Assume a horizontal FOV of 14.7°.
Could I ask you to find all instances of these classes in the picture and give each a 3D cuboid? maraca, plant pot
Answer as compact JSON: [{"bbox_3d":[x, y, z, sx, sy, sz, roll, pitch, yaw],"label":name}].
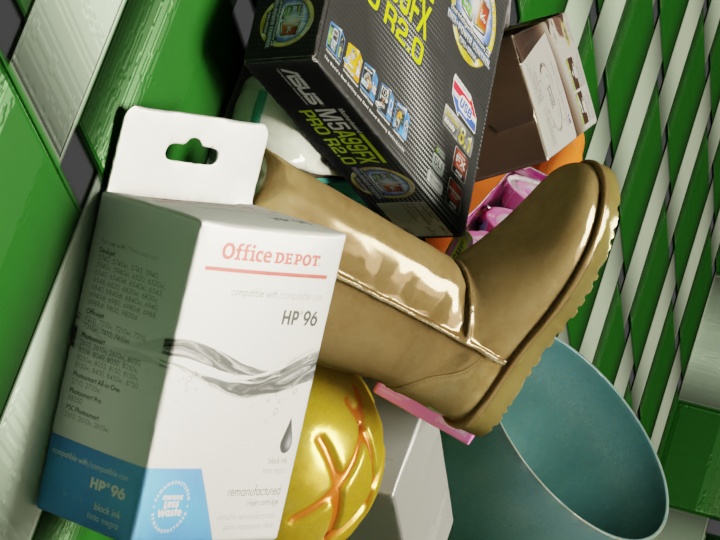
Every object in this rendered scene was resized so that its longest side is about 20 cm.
[{"bbox_3d":[-0.047,0.105,1.548,0.200,0.107,0.138,6,99,-76],"label":"maraca"},{"bbox_3d":[0.121,0.161,2.169,0.135,0.200,0.200,-41,-176,28],"label":"plant pot"}]

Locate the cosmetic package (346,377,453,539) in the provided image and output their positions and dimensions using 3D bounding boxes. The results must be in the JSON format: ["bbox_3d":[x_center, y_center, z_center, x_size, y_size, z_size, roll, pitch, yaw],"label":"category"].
[{"bbox_3d":[-0.006,0.136,1.745,0.200,0.106,0.090,74,32,-61],"label":"cosmetic package"}]

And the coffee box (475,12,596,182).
[{"bbox_3d":[0.071,-0.103,1.732,0.200,0.113,0.080,-38,112,-74],"label":"coffee box"}]

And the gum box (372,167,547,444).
[{"bbox_3d":[0.079,0.017,1.665,0.114,0.066,0.200,-64,174,19],"label":"gum box"}]

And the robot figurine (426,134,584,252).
[{"bbox_3d":[0.085,-0.047,1.890,0.117,0.143,0.201,43,58,-61],"label":"robot figurine"}]

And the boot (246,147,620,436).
[{"bbox_3d":[0.023,-0.015,1.482,0.176,0.200,0.066,-62,-152,3],"label":"boot"}]

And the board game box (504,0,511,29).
[{"bbox_3d":[0.039,-0.214,1.606,0.120,0.032,0.200,-16,132,-23],"label":"board game box"}]

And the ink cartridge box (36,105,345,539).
[{"bbox_3d":[-0.077,0.028,1.362,0.116,0.068,0.201,4,101,-53],"label":"ink cartridge box"}]

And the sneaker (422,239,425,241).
[{"bbox_3d":[0.000,0.000,1.721,0.074,0.079,0.200,66,14,-3],"label":"sneaker"}]

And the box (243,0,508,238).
[{"bbox_3d":[0.013,-0.132,1.523,0.200,0.044,0.161,48,48,-52],"label":"box"}]

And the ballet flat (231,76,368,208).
[{"bbox_3d":[-0.024,-0.073,1.566,0.200,0.069,0.070,16,88,-73],"label":"ballet flat"}]
